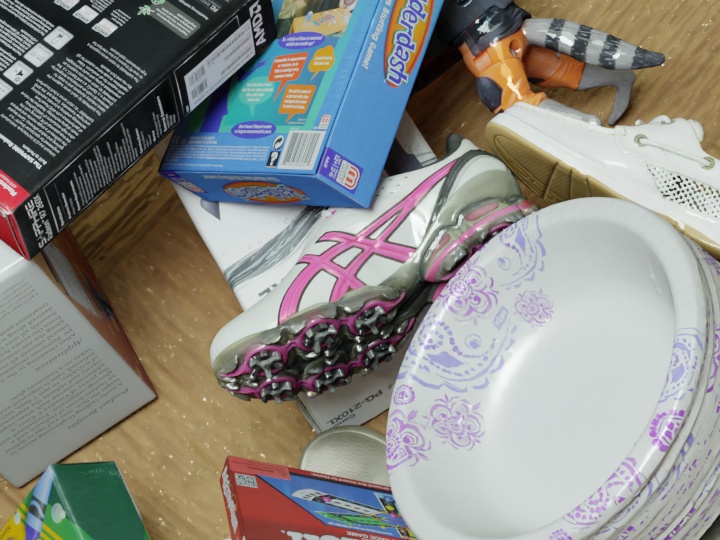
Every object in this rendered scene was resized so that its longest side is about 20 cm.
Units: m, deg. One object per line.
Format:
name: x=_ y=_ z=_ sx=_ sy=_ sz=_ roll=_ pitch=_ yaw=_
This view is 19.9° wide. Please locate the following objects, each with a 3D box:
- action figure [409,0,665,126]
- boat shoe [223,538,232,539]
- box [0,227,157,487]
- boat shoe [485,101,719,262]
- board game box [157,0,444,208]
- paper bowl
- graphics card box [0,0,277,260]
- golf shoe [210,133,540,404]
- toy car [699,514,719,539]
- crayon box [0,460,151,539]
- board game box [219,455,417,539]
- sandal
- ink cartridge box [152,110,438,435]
action figure: x=0.084 y=-0.156 z=1.219 sx=0.193 sy=0.105 sz=0.200 roll=37 pitch=41 yaw=1
boat shoe: x=0.003 y=0.184 z=1.076 sx=0.198 sy=0.068 sz=0.072 roll=17 pitch=81 yaw=10
box: x=-0.224 y=0.008 z=1.196 sx=0.106 sy=0.200 sz=0.153 roll=-32 pitch=61 yaw=-1
boat shoe: x=0.165 y=-0.050 z=1.114 sx=0.199 sy=0.071 sz=0.070 roll=27 pitch=77 yaw=11
board game box: x=-0.023 y=-0.136 z=1.153 sx=0.151 sy=0.045 sz=0.202 roll=5 pitch=72 yaw=51
paper bowl: x=0.117 y=0.073 z=1.034 sx=0.200 sy=0.104 sz=0.202 roll=-31 pitch=42 yaw=32
graphics card box: x=-0.156 y=-0.111 z=1.109 sx=0.125 sy=0.051 sz=0.200 roll=34 pitch=66 yaw=25
golf shoe: x=0.000 y=0.000 z=1.121 sx=0.199 sy=0.073 sz=0.092 roll=-29 pitch=57 yaw=-12
toy car: x=0.270 y=0.148 z=0.997 sx=0.175 sy=0.150 sz=0.201 roll=39 pitch=77 yaw=-6
crayon box: x=-0.144 y=0.222 z=1.120 sx=0.126 sy=0.051 sz=0.201 roll=-50 pitch=56 yaw=32
board game box: x=0.028 y=0.148 z=1.074 sx=0.198 sy=0.020 sz=0.103 roll=12 pitch=24 yaw=-16
sandal: x=0.015 y=0.172 z=1.134 sx=0.080 sy=0.054 sz=0.202 roll=-19 pitch=62 yaw=7
ink cartridge box: x=-0.015 y=-0.025 z=1.221 sx=0.144 sy=0.084 sz=0.201 roll=-31 pitch=61 yaw=-1
